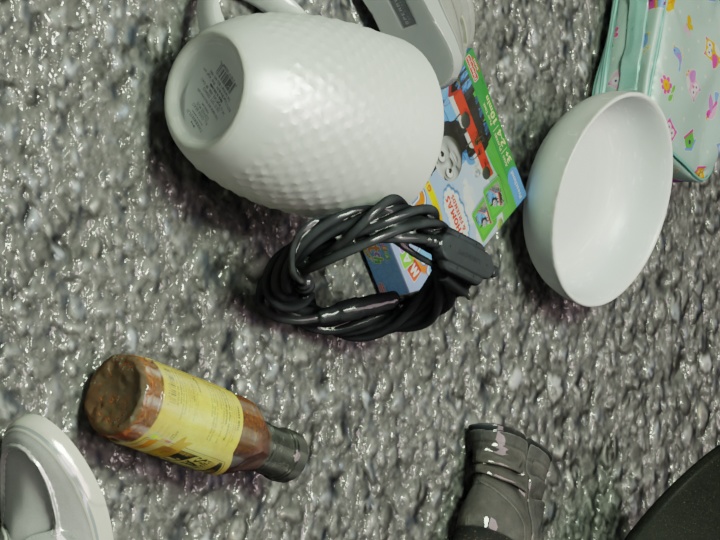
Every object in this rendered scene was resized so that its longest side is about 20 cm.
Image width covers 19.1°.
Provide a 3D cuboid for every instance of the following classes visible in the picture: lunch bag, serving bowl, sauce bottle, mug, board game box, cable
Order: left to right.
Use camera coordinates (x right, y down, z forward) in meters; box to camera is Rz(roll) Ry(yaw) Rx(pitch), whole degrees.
[{"bbox_3d":[-0.111,0.113,1.537,0.200,0.066,0.066,27,67,-47],"label":"sauce bottle"},{"bbox_3d":[-0.058,-0.138,1.576,0.175,0.148,0.200,9,51,-45],"label":"mug"},{"bbox_3d":[0.000,0.000,1.618,0.200,0.163,0.051,21,53,-52],"label":"cable"},{"bbox_3d":[0.061,-0.073,1.800,0.200,0.037,0.151,-48,126,-42],"label":"board game box"},{"bbox_3d":[0.207,-0.071,1.954,0.200,0.066,0.200,-25,123,-45],"label":"serving bowl"},{"bbox_3d":[0.294,-0.197,2.083,0.160,0.077,0.200,31,64,-47],"label":"lunch bag"}]

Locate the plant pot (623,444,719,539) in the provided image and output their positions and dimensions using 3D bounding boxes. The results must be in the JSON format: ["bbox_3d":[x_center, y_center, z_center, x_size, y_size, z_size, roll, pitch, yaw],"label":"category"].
[{"bbox_3d":[0.308,0.313,1.943,0.177,0.200,0.200,-19,142,-42],"label":"plant pot"}]

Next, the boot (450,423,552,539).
[{"bbox_3d":[0.152,0.222,1.887,0.200,0.070,0.132,47,48,-47],"label":"boot"}]

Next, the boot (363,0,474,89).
[{"bbox_3d":[0.037,-0.252,1.763,0.096,0.073,0.200,-62,136,-56],"label":"boot"}]

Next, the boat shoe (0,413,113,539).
[{"bbox_3d":[-0.209,0.196,1.410,0.068,0.072,0.200,-32,123,-49],"label":"boat shoe"}]
